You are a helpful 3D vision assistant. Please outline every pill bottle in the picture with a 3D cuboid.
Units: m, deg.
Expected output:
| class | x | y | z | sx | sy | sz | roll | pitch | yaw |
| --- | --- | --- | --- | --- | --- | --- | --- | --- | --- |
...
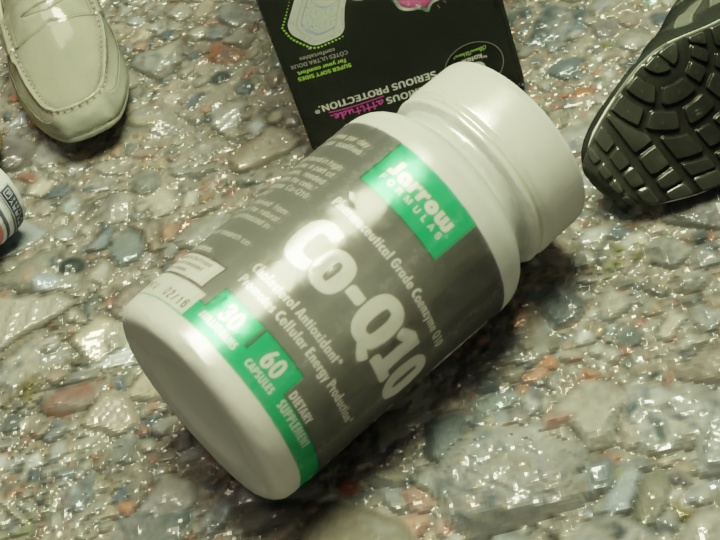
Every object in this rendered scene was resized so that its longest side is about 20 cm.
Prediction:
| class | x | y | z | sx | sy | sz | roll | pitch | yaw |
| --- | --- | --- | --- | --- | --- | --- | --- | --- | --- |
| pill bottle | 0.000 | 0.000 | 0.799 | 0.200 | 0.113 | 0.113 | -41 | 47 | -18 |

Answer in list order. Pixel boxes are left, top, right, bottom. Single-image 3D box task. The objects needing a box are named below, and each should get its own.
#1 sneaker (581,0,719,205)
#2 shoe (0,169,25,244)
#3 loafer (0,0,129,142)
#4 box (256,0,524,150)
| class | x | y | z | sx | sy | sz | roll | pitch | yaw |
| --- | --- | --- | --- | --- | --- | --- | --- | --- | --- |
| sneaker | 0.181 | -0.108 | 0.882 | 0.200 | 0.076 | 0.088 | -44 | 15 | -8 |
| shoe | -0.286 | -0.041 | 0.977 | 0.200 | 0.072 | 0.091 | 22 | 54 | 31 |
| loafer | -0.187 | -0.149 | 1.043 | 0.070 | 0.070 | 0.200 | -26 | 44 | -5 |
| box | -0.005 | -0.195 | 0.924 | 0.124 | 0.200 | 0.149 | -16 | 44 | 4 |
